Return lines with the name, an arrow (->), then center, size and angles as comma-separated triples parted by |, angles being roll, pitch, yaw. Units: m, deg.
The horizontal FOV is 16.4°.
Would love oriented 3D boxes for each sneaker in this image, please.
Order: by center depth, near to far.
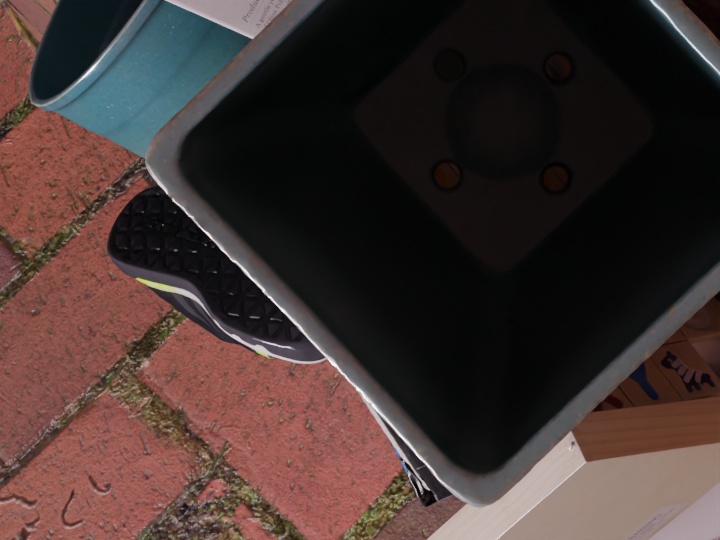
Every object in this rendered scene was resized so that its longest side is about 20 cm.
sneaker -> -0.056, 0.007, 1.356 | 0.200, 0.072, 0.083 | 28, 169, 48

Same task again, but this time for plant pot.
plant pot -> 0.058, -0.054, 1.050 | 0.196, 0.196, 0.200 | 46, -170, -2
plant pot -> -0.043, -0.124, 1.319 | 0.187, 0.201, 0.200 | 32, 179, -19

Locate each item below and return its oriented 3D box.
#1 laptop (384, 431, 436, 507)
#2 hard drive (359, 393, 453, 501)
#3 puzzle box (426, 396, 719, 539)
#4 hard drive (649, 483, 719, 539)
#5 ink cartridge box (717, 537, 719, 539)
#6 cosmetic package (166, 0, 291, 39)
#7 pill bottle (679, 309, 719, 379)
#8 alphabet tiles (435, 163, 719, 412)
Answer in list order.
laptop -> 0.041, 0.000, 1.432 | 0.201, 0.177, 0.103 | 63, 159, -15
hard drive -> 0.000, 0.000, 1.218 | 0.200, 0.038, 0.140 | 56, -165, -35
puzzle box -> 0.089, 0.124, 1.186 | 0.132, 0.200, 0.026 | -4, -121, -42
hard drive -> 0.170, 0.105, 1.271 | 0.132, 0.199, 0.027 | 55, -164, -59
ink cartridge box -> 0.216, 0.102, 0.858 | 0.145, 0.200, 0.147 | 45, 174, 9
cosmetic package -> -0.078, -0.181, 1.107 | 0.199, 0.108, 0.085 | 24, -162, -23
pill bottle -> 0.105, 0.003, 1.306 | 0.201, 0.112, 0.113 | 60, -177, 34
alphabet tiles -> 0.107, 0.003, 1.205 | 0.199, 0.008, 0.168 | -9, -128, -42
